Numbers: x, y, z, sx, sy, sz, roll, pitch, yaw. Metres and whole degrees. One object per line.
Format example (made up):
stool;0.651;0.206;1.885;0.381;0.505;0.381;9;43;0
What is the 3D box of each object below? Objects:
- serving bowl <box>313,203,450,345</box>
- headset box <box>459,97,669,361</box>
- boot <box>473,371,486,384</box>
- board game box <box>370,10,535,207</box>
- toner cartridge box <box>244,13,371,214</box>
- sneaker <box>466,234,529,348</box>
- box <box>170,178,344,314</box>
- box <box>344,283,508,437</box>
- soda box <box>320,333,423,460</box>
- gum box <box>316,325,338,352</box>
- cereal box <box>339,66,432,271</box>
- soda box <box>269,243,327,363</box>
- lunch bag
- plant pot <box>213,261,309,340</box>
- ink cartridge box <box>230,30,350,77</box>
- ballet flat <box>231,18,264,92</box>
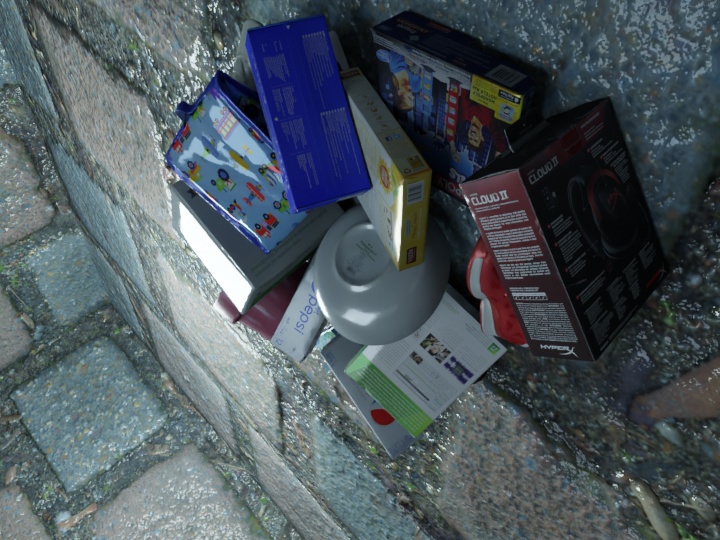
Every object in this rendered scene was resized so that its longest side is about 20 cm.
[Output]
serving bowl;0.016;-0.009;0.789;0.198;0.203;0.066;34;178;33
headset box;0.187;-0.046;0.548;0.074;0.148;0.204;-5;117;57
boot;0.089;0.072;0.906;0.184;0.064;0.204;-13;108;53
board game box;0.099;-0.150;0.669;0.199;0.061;0.203;37;147;31
toner cartridge box;-0.060;-0.177;0.686;0.043;0.093;0.206;171;83;-75
sneaker;0.192;0.029;0.687;0.113;0.079;0.201;22;160;30
box;-0.168;-0.082;0.962;0.201;0.198;0.171;49;156;2
box;0.088;0.119;0.837;0.144;0.036;0.201;42;113;1
soda box;0.016;0.191;0.950;0.202;0.063;0.068;56;178;0
gum box;0.001;0.191;1.174;0.203;0.044;0.170;57;151;1
cereal box;0.022;-0.121;0.707;0.146;0.039;0.203;88;160;-52
soda box;-0.075;0.050;1.007;0.067;0.063;0.203;30;107;6
lunch bag;-0.149;-0.140;0.759;0.198;0.096;0.150;35;134;-21
plant pot;-0.151;0.050;1.135;0.178;0.201;0.200;40;151;-5
ink cartridge box;-0.090;-0.237;0.817;0.198;0.067;0.118;6;125;53
ballet flat;-0.137;-0.213;0.777;0.069;0.069;0.204;35;144;32
